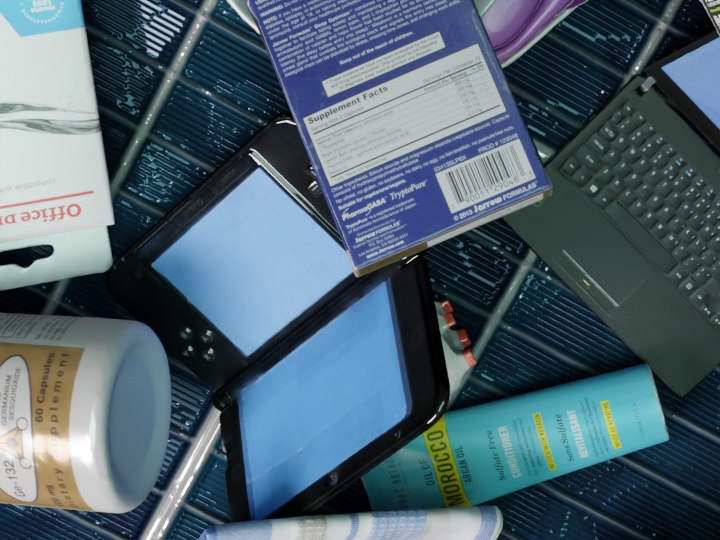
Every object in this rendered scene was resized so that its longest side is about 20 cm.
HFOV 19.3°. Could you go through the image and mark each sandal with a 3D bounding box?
[{"bbox_3d":[0.128,-0.200,1.279,0.082,0.050,0.203,35,97,-13],"label":"sandal"}]

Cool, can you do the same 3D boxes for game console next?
[{"bbox_3d":[-0.055,0.038,1.253,0.176,0.117,0.200,44,126,-11],"label":"game console"}]

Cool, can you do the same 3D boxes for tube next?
[{"bbox_3d":[0.096,0.111,1.358,0.199,0.050,0.078,-17,97,6],"label":"tube"}]

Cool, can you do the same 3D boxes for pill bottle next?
[{"bbox_3d":[-0.224,0.082,1.274,0.199,0.114,0.115,3,104,17],"label":"pill bottle"}]

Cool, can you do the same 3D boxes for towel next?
[{"bbox_3d":[-0.022,0.188,1.303,0.199,0.024,0.147,-1,147,-25],"label":"towel"}]

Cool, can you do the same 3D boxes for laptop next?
[{"bbox_3d":[0.219,-0.035,1.297,0.200,0.103,0.177,-44,101,7],"label":"laptop"}]

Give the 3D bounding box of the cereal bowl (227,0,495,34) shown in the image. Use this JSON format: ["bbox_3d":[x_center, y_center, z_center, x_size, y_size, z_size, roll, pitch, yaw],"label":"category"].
[{"bbox_3d":[0.001,-0.223,1.249,0.198,0.083,0.202,-1,103,-3],"label":"cereal bowl"}]

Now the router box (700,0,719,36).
[{"bbox_3d":[0.311,-0.146,1.211,0.199,0.062,0.150,-32,97,-17],"label":"router box"}]

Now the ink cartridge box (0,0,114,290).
[{"bbox_3d":[-0.213,-0.081,1.271,0.115,0.067,0.201,-10,104,-11],"label":"ink cartridge box"}]

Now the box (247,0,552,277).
[{"bbox_3d":[0.016,-0.112,1.194,0.120,0.032,0.201,-22,80,2],"label":"box"}]

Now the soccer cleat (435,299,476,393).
[{"bbox_3d":[0.000,0.000,1.313,0.077,0.069,0.201,-27,106,6],"label":"soccer cleat"}]
